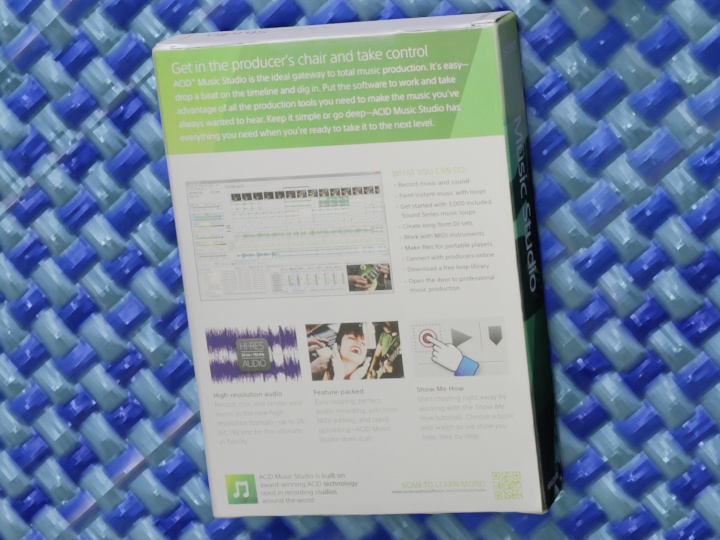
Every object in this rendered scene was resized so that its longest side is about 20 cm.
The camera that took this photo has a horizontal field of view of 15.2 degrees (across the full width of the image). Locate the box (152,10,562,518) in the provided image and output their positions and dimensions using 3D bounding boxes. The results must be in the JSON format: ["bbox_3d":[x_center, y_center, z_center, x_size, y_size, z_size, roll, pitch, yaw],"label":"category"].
[{"bbox_3d":[0.000,0.000,1.083,0.144,0.036,0.201,-2,105,17],"label":"box"}]
